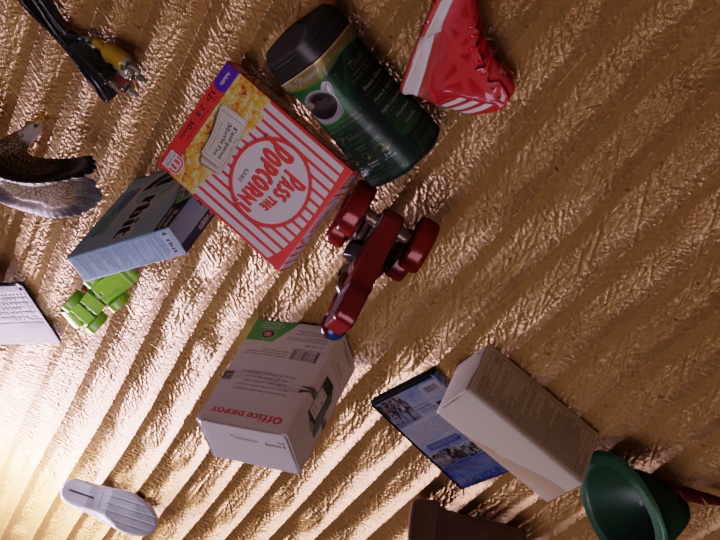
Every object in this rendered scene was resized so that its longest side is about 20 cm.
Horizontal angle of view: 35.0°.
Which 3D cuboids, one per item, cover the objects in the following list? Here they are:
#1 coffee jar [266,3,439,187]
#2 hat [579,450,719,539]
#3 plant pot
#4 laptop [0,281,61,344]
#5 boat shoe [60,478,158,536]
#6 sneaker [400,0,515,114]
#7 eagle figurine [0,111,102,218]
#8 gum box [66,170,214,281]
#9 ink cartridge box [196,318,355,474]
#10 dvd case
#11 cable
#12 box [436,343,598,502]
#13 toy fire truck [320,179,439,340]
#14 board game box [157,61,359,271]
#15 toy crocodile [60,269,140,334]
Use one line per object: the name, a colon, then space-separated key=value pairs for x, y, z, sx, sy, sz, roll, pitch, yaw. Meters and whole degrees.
coffee jar: x=-0.010 y=-0.194 z=1.265 sx=0.200 sy=0.086 sz=0.104 roll=47 pitch=146 yaw=-17
hat: x=0.421 y=0.304 z=1.535 sx=0.201 sy=0.174 sz=0.167 roll=55 pitch=152 yaw=32
plant pot: x=0.162 y=0.447 z=1.711 sx=0.172 sy=0.202 sz=0.202 roll=-1 pitch=131 yaw=9
laptop: x=-0.623 y=0.076 z=1.867 sx=0.175 sy=0.104 sz=0.202 roll=-3 pitch=128 yaw=33
boat shoe: x=-0.469 y=0.443 z=2.162 sx=0.198 sy=0.074 sz=0.067 roll=25 pitch=165 yaw=7
sneaker: x=0.120 y=-0.239 z=1.172 sx=0.114 sy=0.079 sz=0.201 roll=22 pitch=150 yaw=-2
eagle figurine: x=-0.459 y=-0.143 z=1.552 sx=0.199 sy=0.152 sz=0.151 roll=38 pitch=118 yaw=-1
gum box: x=-0.259 y=-0.072 z=1.464 sx=0.198 sy=0.171 sz=0.045 roll=-12 pitch=123 yaw=38
ink cartridge box: x=-0.115 y=0.170 z=1.584 sx=0.144 sy=0.201 sz=0.085 roll=6 pitch=134 yaw=25
dvd case: x=0.126 y=0.229 z=1.636 sx=0.200 sy=0.018 sz=0.142 roll=44 pitch=137 yaw=-14
cable: x=-0.350 y=-0.287 z=1.429 sx=0.200 sy=0.050 sz=0.097 roll=45 pitch=155 yaw=3
box: x=0.208 y=0.201 z=1.506 sx=0.199 sy=0.095 sz=0.078 roll=40 pitch=138 yaw=-7
toy fire truck: x=0.000 y=0.000 z=1.358 sx=0.111 sy=0.169 sz=0.200 roll=29 pitch=168 yaw=-5
board game box: x=-0.119 y=-0.123 z=1.346 sx=0.199 sy=0.046 sz=0.152 roll=40 pitch=106 yaw=7
toy crocodile: x=-0.396 y=0.037 z=1.738 sx=0.067 sy=0.062 sz=0.199 roll=42 pitch=132 yaw=-12
